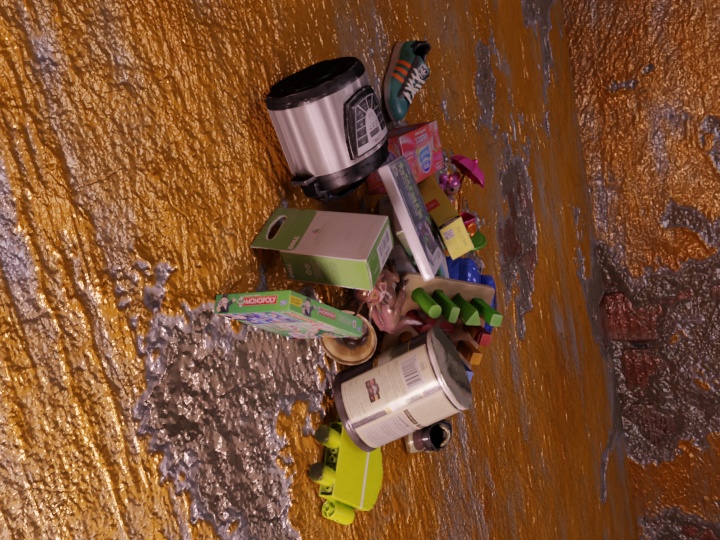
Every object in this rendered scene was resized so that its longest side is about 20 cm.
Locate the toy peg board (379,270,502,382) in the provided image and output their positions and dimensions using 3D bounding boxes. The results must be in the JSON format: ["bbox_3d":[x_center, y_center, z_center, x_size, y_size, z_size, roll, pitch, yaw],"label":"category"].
[{"bbox_3d":[0.153,0.126,1.412,0.195,0.098,0.204,9,106,-23],"label":"toy peg board"}]

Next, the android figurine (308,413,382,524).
[{"bbox_3d":[-0.019,0.341,1.328,0.199,0.040,0.187,39,52,-50],"label":"android figurine"}]

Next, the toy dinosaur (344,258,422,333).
[{"bbox_3d":[0.034,0.052,1.268,0.202,0.084,0.137,56,19,-30],"label":"toy dinosaur"}]

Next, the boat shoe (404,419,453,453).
[{"bbox_3d":[0.160,0.350,1.621,0.199,0.065,0.074,11,76,-60],"label":"boat shoe"}]

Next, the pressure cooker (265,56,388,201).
[{"bbox_3d":[-0.044,-0.221,1.237,0.180,0.172,0.204,-102,173,-64],"label":"pressure cooker"}]

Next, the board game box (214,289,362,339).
[{"bbox_3d":[-0.101,0.068,1.130,0.199,0.132,0.030,28,62,-57],"label":"board game box"}]

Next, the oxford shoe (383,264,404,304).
[{"bbox_3d":[0.000,0.000,1.357,0.201,0.070,0.075,50,45,-4],"label":"oxford shoe"}]

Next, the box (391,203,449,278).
[{"bbox_3d":[0.115,-0.057,1.456,0.201,0.036,0.146,53,22,-40],"label":"box"}]

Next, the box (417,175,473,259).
[{"bbox_3d":[0.156,-0.106,1.474,0.076,0.049,0.201,60,5,-32],"label":"box"}]

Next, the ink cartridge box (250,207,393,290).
[{"bbox_3d":[-0.057,-0.037,1.174,0.105,0.195,0.060,-62,150,-41],"label":"ink cartridge box"}]

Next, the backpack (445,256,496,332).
[{"bbox_3d":[0.203,0.057,1.617,0.201,0.163,0.167,65,25,-62],"label":"backpack"}]

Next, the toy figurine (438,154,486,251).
[{"bbox_3d":[0.195,-0.151,1.643,0.197,0.149,0.189,-14,120,-36],"label":"toy figurine"}]

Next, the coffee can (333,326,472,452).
[{"bbox_3d":[0.073,0.204,1.315,0.147,0.197,0.148,50,24,-32],"label":"coffee can"}]

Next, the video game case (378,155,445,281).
[{"bbox_3d":[0.094,-0.097,1.341,0.204,0.023,0.182,66,16,-7],"label":"video game case"}]

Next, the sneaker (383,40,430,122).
[{"bbox_3d":[0.102,-0.407,1.617,0.071,0.078,0.205,43,50,-50],"label":"sneaker"}]

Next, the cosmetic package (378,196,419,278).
[{"bbox_3d":[0.085,-0.036,1.492,0.202,0.051,0.153,-86,155,-56],"label":"cosmetic package"}]

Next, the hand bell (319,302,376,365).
[{"bbox_3d":[-0.003,0.069,1.381,0.201,0.102,0.106,-67,142,-61],"label":"hand bell"}]

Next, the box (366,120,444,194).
[{"bbox_3d":[0.088,-0.231,1.552,0.199,0.093,0.105,-35,117,-57],"label":"box"}]
